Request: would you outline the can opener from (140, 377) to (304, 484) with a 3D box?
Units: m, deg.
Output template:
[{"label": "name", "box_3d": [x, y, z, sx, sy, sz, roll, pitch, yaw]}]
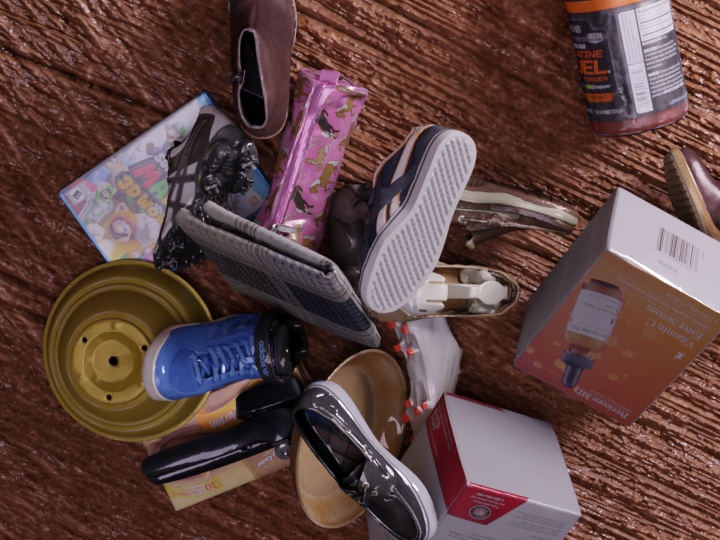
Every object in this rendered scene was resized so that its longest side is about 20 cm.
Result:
[{"label": "can opener", "box_3d": [-0.143, 0.188, 1.705, 0.199, 0.079, 0.063, -25, 146, 5]}]

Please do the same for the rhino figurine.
[{"label": "rhino figurine", "box_3d": [0.000, 0.000, 1.696, 0.059, 0.087, 0.202, -13, 112, -38]}]

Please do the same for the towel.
[{"label": "towel", "box_3d": [-0.081, 0.003, 1.620, 0.199, 0.193, 0.035, 22, 74, 25]}]

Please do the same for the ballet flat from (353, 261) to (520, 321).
[{"label": "ballet flat", "box_3d": [0.088, 0.019, 1.659, 0.199, 0.065, 0.071, -4, 92, -33]}]

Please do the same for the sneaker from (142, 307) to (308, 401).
[{"label": "sneaker", "box_3d": [-0.133, 0.088, 1.643, 0.110, 0.199, 0.078, -2, 98, 33]}]

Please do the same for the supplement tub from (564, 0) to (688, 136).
[{"label": "supplement tub", "box_3d": [0.269, -0.246, 1.606, 0.106, 0.107, 0.202, -13, 104, 5]}]

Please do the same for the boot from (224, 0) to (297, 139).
[{"label": "boot", "box_3d": [-0.101, -0.235, 1.573, 0.072, 0.166, 0.202, -3, 92, 0]}]

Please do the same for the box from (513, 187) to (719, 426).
[{"label": "box", "box_3d": [0.277, 0.041, 1.646, 0.151, 0.107, 0.200, 27, 132, -6]}]

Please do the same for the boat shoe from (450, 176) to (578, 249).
[{"label": "boat shoe", "box_3d": [0.130, -0.059, 1.678, 0.201, 0.075, 0.076, 16, 99, 9]}]

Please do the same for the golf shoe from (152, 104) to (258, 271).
[{"label": "golf shoe", "box_3d": [-0.173, -0.086, 1.665, 0.077, 0.095, 0.201, 1, 136, -40]}]

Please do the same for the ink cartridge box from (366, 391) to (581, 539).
[{"label": "ink cartridge box", "box_3d": [0.116, 0.265, 1.693, 0.144, 0.145, 0.201, 17, 122, -22]}]

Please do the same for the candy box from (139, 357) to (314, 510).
[{"label": "candy box", "box_3d": [-0.139, 0.176, 1.757, 0.199, 0.055, 0.116, -23, 104, 6]}]

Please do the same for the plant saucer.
[{"label": "plant saucer", "box_3d": [-0.020, 0.179, 1.709, 0.035, 0.199, 0.202, 16, 109, 34]}]

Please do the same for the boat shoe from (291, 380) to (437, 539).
[{"label": "boat shoe", "box_3d": [-0.001, 0.204, 1.588, 0.069, 0.057, 0.200, -38, 90, 33]}]

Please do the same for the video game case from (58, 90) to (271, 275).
[{"label": "video game case", "box_3d": [-0.208, -0.082, 1.705, 0.199, 0.018, 0.144, -33, 102, 9]}]

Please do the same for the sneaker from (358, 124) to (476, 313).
[{"label": "sneaker", "box_3d": [0.046, -0.055, 1.609, 0.078, 0.079, 0.201, 29, 88, -38]}]

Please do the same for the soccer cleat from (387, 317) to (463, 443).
[{"label": "soccer cleat", "box_3d": [0.084, 0.120, 1.734, 0.077, 0.069, 0.202, -23, 117, -27]}]

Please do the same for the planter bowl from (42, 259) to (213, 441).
[{"label": "planter bowl", "box_3d": [-0.257, 0.092, 1.684, 0.198, 0.083, 0.203, 0, 94, 6]}]

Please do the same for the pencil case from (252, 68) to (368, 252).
[{"label": "pencil case", "box_3d": [-0.056, -0.115, 1.650, 0.082, 0.086, 0.202, 14, 100, -28]}]

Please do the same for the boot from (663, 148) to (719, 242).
[{"label": "boot", "box_3d": [0.431, -0.076, 1.676, 0.166, 0.072, 0.201, -32, 101, -3]}]
